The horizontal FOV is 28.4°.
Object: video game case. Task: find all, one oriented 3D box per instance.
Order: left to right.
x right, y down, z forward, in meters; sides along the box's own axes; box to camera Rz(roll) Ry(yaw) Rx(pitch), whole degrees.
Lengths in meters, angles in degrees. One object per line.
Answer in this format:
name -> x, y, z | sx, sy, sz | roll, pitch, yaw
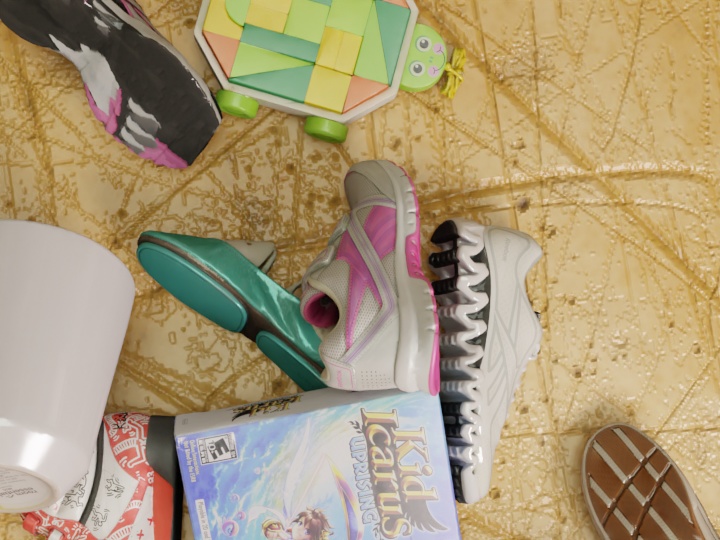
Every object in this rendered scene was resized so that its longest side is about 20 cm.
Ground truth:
video game case -> -0.022, 0.183, 0.976 | 0.179, 0.045, 0.202 | -11, 104, -4

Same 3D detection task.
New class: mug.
mug -> -0.233, 0.080, 0.939 | 0.148, 0.187, 0.155 | 10, 58, -17

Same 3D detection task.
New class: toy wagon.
toy wagon -> -0.017, -0.174, 1.035 | 0.198, 0.040, 0.157 | 16, 85, -1

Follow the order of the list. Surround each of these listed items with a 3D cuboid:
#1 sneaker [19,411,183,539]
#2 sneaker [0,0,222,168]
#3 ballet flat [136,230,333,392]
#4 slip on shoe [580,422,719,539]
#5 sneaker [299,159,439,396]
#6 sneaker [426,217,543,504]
sneaker -> -0.181, 0.200, 0.986 | 0.107, 0.067, 0.204 | 2, 85, 1
sneaker -> -0.170, -0.167, 1.009 | 0.080, 0.087, 0.200 | -33, 111, 23
ballet flat -> -0.065, 0.022, 1.012 | 0.199, 0.067, 0.071 | 37, 61, 0
slip on shoe -> 0.224, 0.202, 1.006 | 0.076, 0.061, 0.201 | -35, 67, -3
sneaker -> 0.000, 0.000, 0.964 | 0.087, 0.082, 0.201 | -6, 44, -2
sneaker -> 0.091, 0.065, 1.009 | 0.080, 0.075, 0.203 | 3, 90, -21
